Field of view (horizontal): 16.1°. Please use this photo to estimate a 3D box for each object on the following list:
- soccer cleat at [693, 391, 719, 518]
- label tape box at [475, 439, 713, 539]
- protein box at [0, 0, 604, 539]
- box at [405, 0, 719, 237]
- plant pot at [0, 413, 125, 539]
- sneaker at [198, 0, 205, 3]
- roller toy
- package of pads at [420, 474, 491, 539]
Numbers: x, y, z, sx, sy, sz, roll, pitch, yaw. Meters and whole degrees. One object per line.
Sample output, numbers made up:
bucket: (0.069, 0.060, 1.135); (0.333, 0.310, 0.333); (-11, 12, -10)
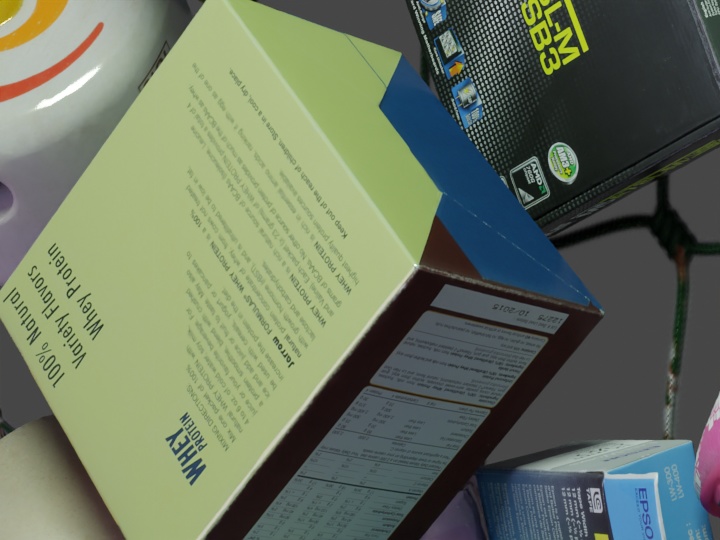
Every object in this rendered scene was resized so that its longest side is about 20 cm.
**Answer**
soccer cleat: (0.195, 0.022, 1.082); (0.200, 0.070, 0.087); (-60, 40, 40)
label tape box: (0.128, 0.154, 1.165); (0.200, 0.066, 0.144); (169, 89, -70)
protein box: (-0.034, 0.018, 1.190); (0.200, 0.135, 0.199); (-52, 51, 21)
box: (0.095, -0.132, 1.174); (0.193, 0.047, 0.201); (-30, 77, 57)
plant pot: (-0.102, 0.195, 1.281); (0.199, 0.187, 0.188); (23, 120, 30)
sneaker: (-0.046, -0.211, 1.319); (0.200, 0.071, 0.083); (-38, 72, 53)
roller toy: (-0.169, -0.099, 1.321); (0.140, 0.199, 0.183); (69, 177, -49)
package of pads: (0.044, 0.202, 1.292); (0.121, 0.075, 0.201); (-28, -74, -86)
